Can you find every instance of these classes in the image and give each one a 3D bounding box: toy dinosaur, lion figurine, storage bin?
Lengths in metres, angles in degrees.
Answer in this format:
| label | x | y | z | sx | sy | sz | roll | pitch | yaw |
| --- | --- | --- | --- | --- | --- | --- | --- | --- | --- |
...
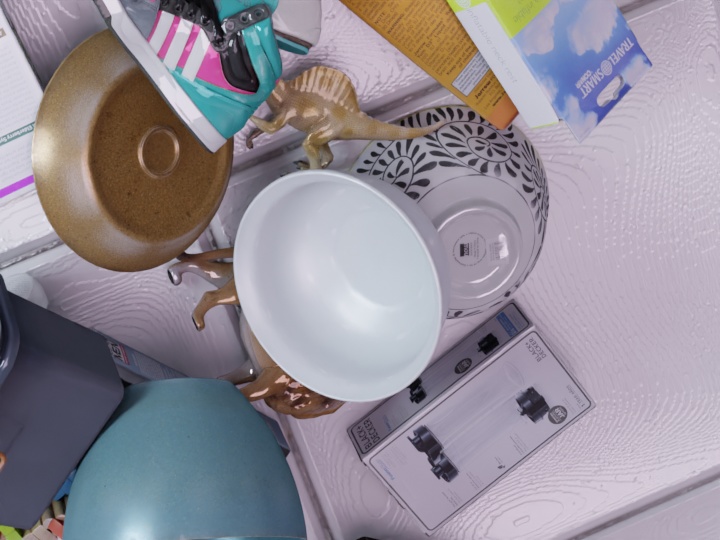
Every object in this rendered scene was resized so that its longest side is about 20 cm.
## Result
| label | x | y | z | sx | sy | sz | roll | pitch | yaw |
| --- | --- | --- | --- | --- | --- | --- | --- | --- | --- |
| toy dinosaur | -0.030 | -0.121 | 1.583 | 0.199 | 0.058 | 0.101 | 23 | 114 | -16 |
| lion figurine | -0.083 | 0.049 | 1.646 | 0.122 | 0.072 | 0.201 | -23 | 114 | -14 |
| storage bin | -0.284 | 0.118 | 1.509 | 0.134 | 0.146 | 0.200 | 21 | 114 | -34 |

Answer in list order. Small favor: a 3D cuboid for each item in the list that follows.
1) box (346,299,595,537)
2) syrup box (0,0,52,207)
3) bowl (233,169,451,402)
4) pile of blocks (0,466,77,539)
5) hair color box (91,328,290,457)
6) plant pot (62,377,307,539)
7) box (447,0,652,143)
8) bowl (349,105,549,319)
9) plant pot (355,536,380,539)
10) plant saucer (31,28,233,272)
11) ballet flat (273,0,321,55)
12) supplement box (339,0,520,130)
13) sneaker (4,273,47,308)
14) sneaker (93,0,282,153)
| label | x | y | z | sx | sy | sz | roll | pitch | yaw |
| --- | --- | --- | --- | --- | --- | --- | --- | --- | --- |
| box | 0.100 | 0.135 | 1.742 | 0.200 | 0.060 | 0.117 | -40 | 118 | 3 |
| syrup box | -0.298 | -0.157 | 1.485 | 0.081 | 0.079 | 0.201 | -25 | 118 | -5 |
| bowl | 0.000 | 0.000 | 1.575 | 0.090 | 0.200 | 0.202 | -34 | 130 | -52 |
| pile of blocks | -0.273 | 0.208 | 1.666 | 0.199 | 0.062 | 0.083 | -11 | 116 | -12 |
| hair color box | -0.172 | 0.143 | 1.667 | 0.199 | 0.061 | 0.099 | 29 | 103 | -24 |
| plant pot | -0.147 | 0.162 | 1.560 | 0.199 | 0.200 | 0.136 | -1 | 78 | -16 |
| box | 0.146 | -0.214 | 1.557 | 0.122 | 0.048 | 0.200 | -45 | 110 | -30 |
| bowl | 0.085 | -0.031 | 1.644 | 0.199 | 0.094 | 0.202 | -6 | 116 | -13 |
| plant pot | 0.057 | 0.342 | 1.772 | 0.200 | 0.187 | 0.187 | 35 | 101 | -11 |
| plant saucer | -0.169 | -0.096 | 1.519 | 0.199 | 0.035 | 0.202 | -9 | 103 | -42 |
| ballet flat | -0.118 | -0.231 | 1.520 | 0.199 | 0.069 | 0.070 | 16 | 108 | -26 |
| supplement box | 0.060 | -0.203 | 1.575 | 0.200 | 0.067 | 0.069 | 34 | 101 | -27 |
| sneaker | -0.311 | 0.097 | 1.606 | 0.200 | 0.074 | 0.115 | -42 | 122 | 13 |
| sneaker | -0.124 | -0.196 | 1.441 | 0.121 | 0.084 | 0.200 | -37 | 122 | 1 |
